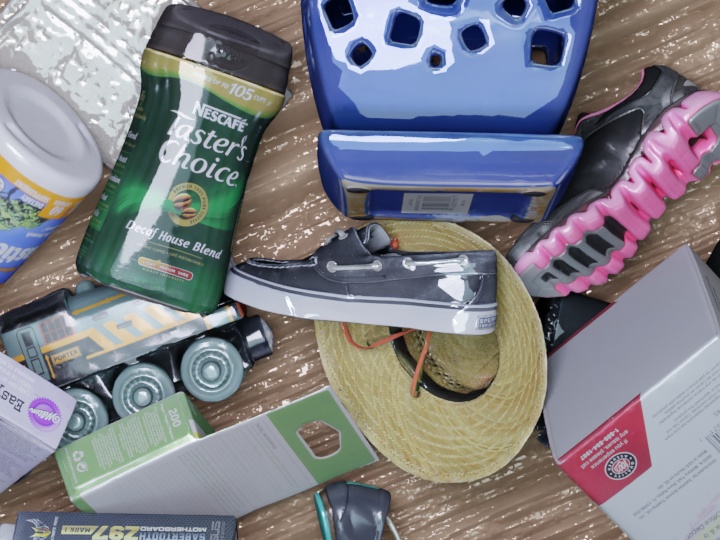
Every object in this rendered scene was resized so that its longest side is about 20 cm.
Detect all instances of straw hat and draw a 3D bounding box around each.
[{"bbox_3d":[0.070,0.046,1.721,0.200,0.085,0.203,8,104,34],"label":"straw hat"}]

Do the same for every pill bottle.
[{"bbox_3d":[-0.281,-0.036,1.674,0.112,0.112,0.200,41,113,-10],"label":"pill bottle"}]

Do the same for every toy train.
[{"bbox_3d":[-0.165,0.055,1.727,0.198,0.085,0.115,-21,93,3],"label":"toy train"}]

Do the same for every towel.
[{"bbox_3d":[-0.163,-0.142,1.705,0.200,0.035,0.133,41,100,-11],"label":"towel"}]

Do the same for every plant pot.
[{"bbox_3d":[0.057,-0.130,1.603,0.198,0.200,0.182,1,82,0],"label":"plant pot"}]

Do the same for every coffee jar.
[{"bbox_3d":[-0.119,-0.077,1.647,0.103,0.085,0.202,17,92,-12],"label":"coffee jar"}]

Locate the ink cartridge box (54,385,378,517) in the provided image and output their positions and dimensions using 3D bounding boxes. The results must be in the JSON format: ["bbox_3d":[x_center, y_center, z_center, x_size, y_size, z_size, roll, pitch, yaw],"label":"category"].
[{"bbox_3d":[-0.100,0.132,1.716,0.199,0.146,0.048,-25,61,3],"label":"ink cartridge box"}]

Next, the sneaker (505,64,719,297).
[{"bbox_3d":[0.172,-0.067,1.706,0.200,0.095,0.079,-43,141,0],"label":"sneaker"}]

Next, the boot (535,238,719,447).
[{"bbox_3d":[0.207,0.040,1.739,0.161,0.073,0.200,11,106,-5],"label":"boot"}]

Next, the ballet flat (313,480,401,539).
[{"bbox_3d":[0.009,0.248,1.778,0.072,0.073,0.202,-6,108,0],"label":"ballet flat"}]

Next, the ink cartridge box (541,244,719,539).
[{"bbox_3d":[0.243,0.119,1.656,0.145,0.145,0.200,-39,110,15],"label":"ink cartridge box"}]

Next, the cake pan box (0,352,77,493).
[{"bbox_3d":[-0.315,0.093,1.678,0.199,0.184,0.053,32,56,-14],"label":"cake pan box"}]

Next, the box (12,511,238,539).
[{"bbox_3d":[-0.162,0.258,1.709,0.156,0.051,0.201,2,129,2],"label":"box"}]

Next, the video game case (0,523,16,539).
[{"bbox_3d":[-0.171,0.266,1.764,0.198,0.023,0.183,7,129,-4],"label":"video game case"}]

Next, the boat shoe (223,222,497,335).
[{"bbox_3d":[0.000,0.000,1.657,0.198,0.072,0.068,6,98,24],"label":"boat shoe"}]
